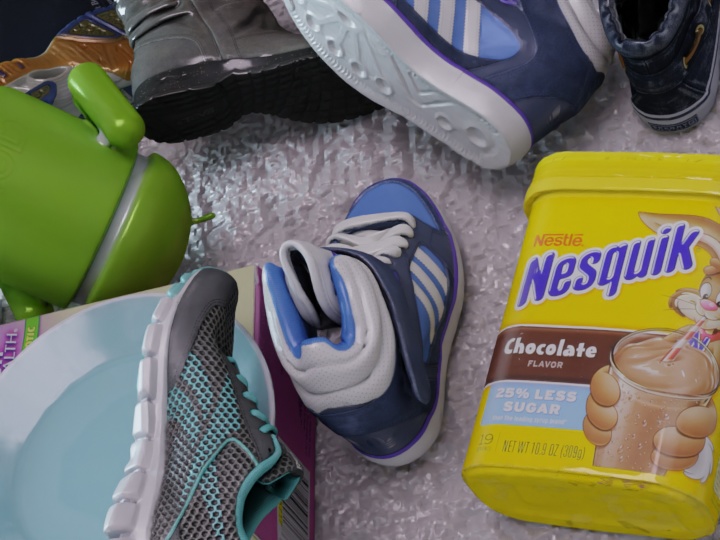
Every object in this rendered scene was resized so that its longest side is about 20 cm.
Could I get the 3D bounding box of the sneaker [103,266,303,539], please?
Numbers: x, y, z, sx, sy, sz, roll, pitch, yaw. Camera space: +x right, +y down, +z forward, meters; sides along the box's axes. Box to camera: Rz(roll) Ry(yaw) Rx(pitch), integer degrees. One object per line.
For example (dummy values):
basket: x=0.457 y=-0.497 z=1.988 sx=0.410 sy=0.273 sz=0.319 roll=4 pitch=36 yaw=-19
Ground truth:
sneaker: x=-0.072 y=0.091 z=0.980 sx=0.091 sy=0.078 sz=0.200 roll=3 pitch=62 yaw=8

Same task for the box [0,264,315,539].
box: x=-0.134 y=0.113 z=1.122 sx=0.200 sy=0.097 sz=0.176 roll=-13 pitch=54 yaw=16

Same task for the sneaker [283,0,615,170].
sneaker: x=0.065 y=-0.166 z=1.186 sx=0.200 sy=0.081 sz=0.146 roll=38 pitch=64 yaw=12

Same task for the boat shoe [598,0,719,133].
boat shoe: x=0.191 y=-0.191 z=1.176 sx=0.071 sy=0.091 sz=0.200 roll=-8 pitch=55 yaw=20

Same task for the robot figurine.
robot figurine: x=-0.198 y=-0.043 z=1.202 sx=0.116 sy=0.200 sz=0.175 roll=-87 pitch=23 yaw=-62

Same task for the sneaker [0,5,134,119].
sneaker: x=-0.195 y=-0.120 z=1.325 sx=0.200 sy=0.088 sz=0.075 roll=-27 pitch=52 yaw=-25

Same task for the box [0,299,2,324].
box: x=-0.360 y=0.026 z=1.220 sx=0.176 sy=0.200 sz=0.097 roll=-14 pitch=53 yaw=18

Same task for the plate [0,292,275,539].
plate: x=-0.135 y=0.103 z=1.050 sx=0.200 sy=0.026 sz=0.200 roll=-13 pitch=54 yaw=18

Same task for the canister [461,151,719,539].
canister: x=0.147 y=0.040 z=1.046 sx=0.148 sy=0.087 sz=0.200 roll=3 pitch=61 yaw=27

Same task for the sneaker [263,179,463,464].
sneaker: x=0.000 y=0.000 z=1.091 sx=0.081 sy=0.146 sz=0.200 roll=-11 pitch=55 yaw=19

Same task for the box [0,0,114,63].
box: x=-0.213 y=-0.272 z=1.393 sx=0.198 sy=0.123 sz=0.200 roll=-25 pitch=43 yaw=7

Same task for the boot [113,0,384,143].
boot: x=-0.066 y=-0.163 z=1.267 sx=0.200 sy=0.068 sz=0.131 roll=-8 pitch=55 yaw=-2
